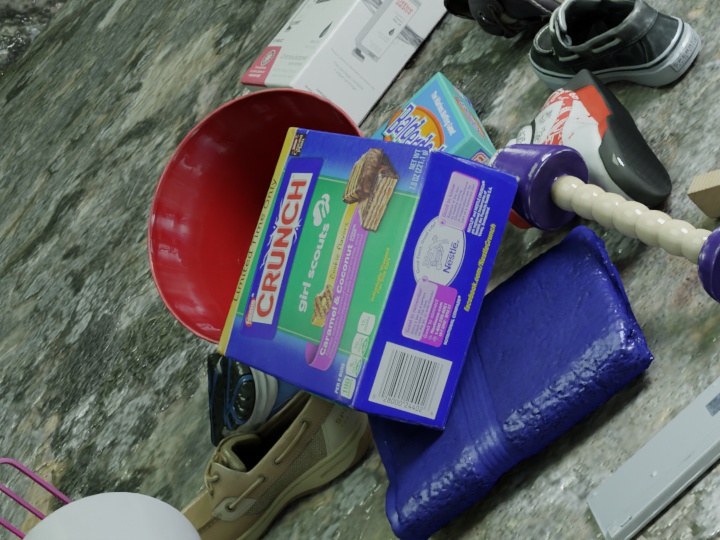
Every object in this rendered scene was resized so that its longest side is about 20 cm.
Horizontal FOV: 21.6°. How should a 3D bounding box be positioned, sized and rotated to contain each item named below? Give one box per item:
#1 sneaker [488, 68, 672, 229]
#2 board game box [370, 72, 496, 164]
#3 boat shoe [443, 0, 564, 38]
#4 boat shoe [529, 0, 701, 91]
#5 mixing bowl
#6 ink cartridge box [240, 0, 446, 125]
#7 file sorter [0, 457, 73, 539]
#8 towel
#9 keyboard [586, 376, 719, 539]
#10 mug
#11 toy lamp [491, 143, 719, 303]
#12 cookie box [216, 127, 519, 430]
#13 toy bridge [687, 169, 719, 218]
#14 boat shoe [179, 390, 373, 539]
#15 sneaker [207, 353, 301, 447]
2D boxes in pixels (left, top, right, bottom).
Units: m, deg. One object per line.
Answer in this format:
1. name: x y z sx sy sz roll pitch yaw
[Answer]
1. sneaker: 0.144 -0.061 1.293 0.108 0.067 0.201 -44 19 15
2. board game box: 0.020 -0.057 1.542 0.200 0.045 0.152 -43 23 11
3. boat shoe: 0.125 -0.229 1.605 0.065 0.072 0.200 -60 25 4
4. boat shoe: 0.178 -0.181 1.416 0.072 0.071 0.200 -54 22 -13
5. mixing bowl: -0.051 -0.027 1.438 0.200 0.108 0.201 -9 71 27
6. ink cartridge box: -0.006 -0.231 1.823 0.200 0.083 0.146 -53 22 -9
7. file sorter: -0.329 0.256 1.577 0.200 0.125 0.139 -26 31 43
8. towel: 0.093 0.075 1.198 0.200 0.050 0.148 -40 31 19
9. keyboard: 0.203 0.075 1.039 0.200 0.011 0.056 -44 17 11
10. mug: -0.147 0.264 1.261 0.149 0.187 0.153 -20 27 -15
11. toy lamp: 0.157 -0.034 1.155 0.058 0.058 0.200 -52 43 -8
12. cookie box: 0.000 0.000 1.246 0.200 0.075 0.172 15 87 61
13. toy bridge: 0.268 -0.116 1.202 0.067 0.027 0.200 -18 38 50
14. boat shoe: -0.080 0.145 1.372 0.200 0.065 0.071 -38 24 23
15. sneaker: -0.075 0.097 1.457 0.200 0.077 0.076 171 94 -76
